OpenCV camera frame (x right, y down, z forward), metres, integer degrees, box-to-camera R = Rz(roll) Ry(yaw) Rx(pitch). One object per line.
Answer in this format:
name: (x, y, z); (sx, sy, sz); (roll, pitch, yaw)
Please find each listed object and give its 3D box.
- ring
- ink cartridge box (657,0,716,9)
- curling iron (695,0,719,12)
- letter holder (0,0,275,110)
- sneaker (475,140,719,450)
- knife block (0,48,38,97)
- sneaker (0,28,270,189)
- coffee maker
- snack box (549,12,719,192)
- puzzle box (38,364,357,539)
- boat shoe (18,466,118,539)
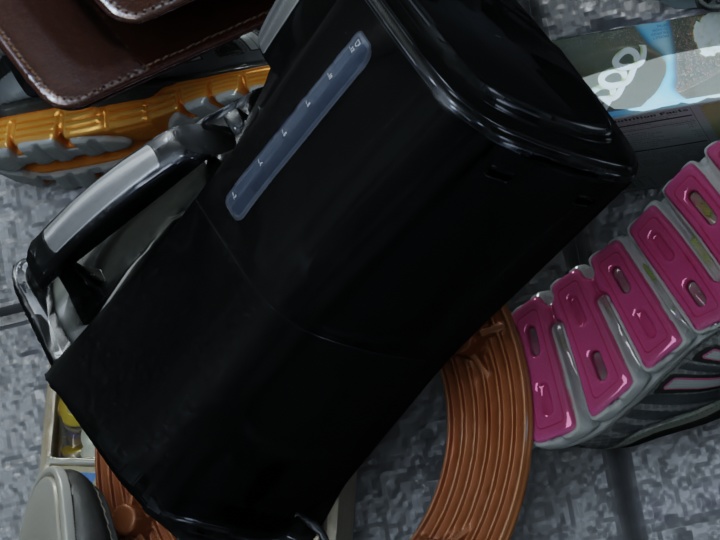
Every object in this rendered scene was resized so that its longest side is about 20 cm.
ring: (-0.025, 0.064, 1.087); (0.200, 0.019, 0.201); (-7, 76, 31)
ink cartridge box: (0.102, -0.194, 1.058); (0.083, 0.200, 0.147); (-6, 75, 40)
curling iron: (0.192, -0.137, 1.049); (0.050, 0.200, 0.026); (13, 122, 46)
letter holder: (-0.106, -0.181, 1.048); (0.142, 0.101, 0.200); (-26, 72, -13)
sneaker: (0.140, 0.007, 1.065); (0.200, 0.087, 0.074); (-36, 66, 17)
knife block: (-0.159, -0.154, 1.157); (0.200, 0.064, 0.176); (11, 55, 23)
sneaker: (-0.066, -0.089, 1.155); (0.200, 0.078, 0.077); (-8, 71, 15)
coffee maker: (0.000, 0.000, 0.999); (0.192, 0.135, 0.200); (47, 114, 11)
snack box: (0.166, -0.071, 1.061); (0.200, 0.116, 0.037); (-9, 77, 14)
puzzle box: (-0.070, 0.134, 1.135); (0.133, 0.025, 0.200); (0, 79, 16)
boat shoe: (-0.101, 0.178, 1.097); (0.057, 0.067, 0.200); (4, 75, -28)
